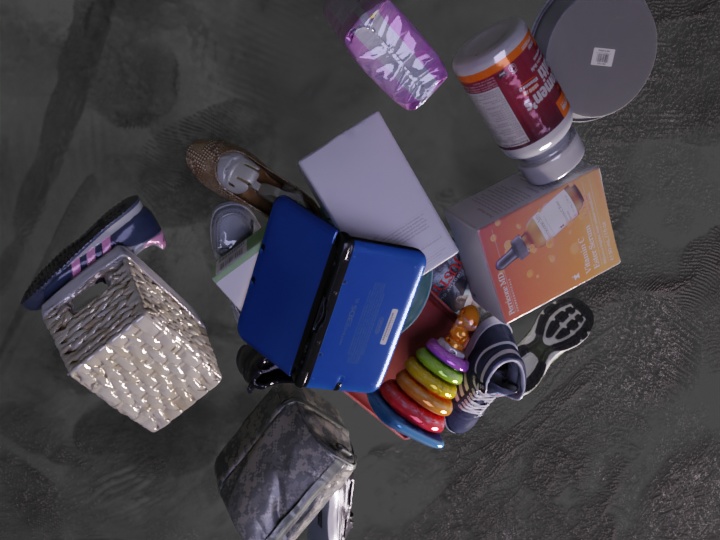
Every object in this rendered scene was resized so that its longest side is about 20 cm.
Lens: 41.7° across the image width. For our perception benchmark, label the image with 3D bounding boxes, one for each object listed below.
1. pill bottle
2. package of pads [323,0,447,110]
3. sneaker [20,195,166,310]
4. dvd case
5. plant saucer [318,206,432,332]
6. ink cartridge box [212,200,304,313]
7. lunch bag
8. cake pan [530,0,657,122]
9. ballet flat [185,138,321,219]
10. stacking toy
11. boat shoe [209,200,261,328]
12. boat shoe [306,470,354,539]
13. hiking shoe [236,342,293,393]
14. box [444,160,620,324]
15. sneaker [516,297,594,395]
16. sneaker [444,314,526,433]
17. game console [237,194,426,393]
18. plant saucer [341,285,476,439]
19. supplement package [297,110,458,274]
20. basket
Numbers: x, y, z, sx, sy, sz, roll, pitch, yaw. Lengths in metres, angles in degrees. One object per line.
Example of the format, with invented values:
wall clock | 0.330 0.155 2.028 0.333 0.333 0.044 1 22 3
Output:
pill bottle | 0.212 -0.219 1.246 0.109 0.110 0.201 -37 115 1
package of pads | 0.024 -0.272 1.117 0.075 0.201 0.121 -40 115 9
sneaker | -0.333 -0.002 1.192 0.199 0.070 0.082 -38 117 3
dvd case | 0.106 0.021 1.372 0.198 0.022 0.147 31 100 -28
plant saucer | 0.000 0.000 1.285 0.196 0.027 0.205 0 89 -2
ink cartridge box | -0.075 0.032 1.220 0.144 0.048 0.201 -35 115 10
lunch bag | -0.103 0.286 1.336 0.139 0.168 0.201 37 98 -27
cake pan | 0.322 -0.299 1.294 0.196 0.037 0.204 -7 115 -15
ballet flat | -0.128 -0.109 1.205 0.198 0.065 0.072 28 78 -23
stacking toy | 0.108 0.136 1.327 0.109 0.116 0.202 28 98 -31
boat shoe | -0.151 0.007 1.257 0.073 0.065 0.206 -13 116 -12
boat shoe | -0.039 0.381 1.459 0.065 0.070 0.204 -16 121 -31
hiking shoe | -0.072 0.114 1.309 0.197 0.101 0.077 -27 119 -5
box | 0.241 -0.048 1.324 0.198 0.106 0.154 -27 115 -11
sneaker | 0.275 0.118 1.452 0.199 0.089 0.077 -39 80 -17
sneaker | 0.174 0.175 1.349 0.069 0.109 0.203 9 119 -18
game console | -0.038 0.031 1.159 0.168 0.119 0.203 8 115 -26
plant saucer | 0.075 0.131 1.384 0.200 0.037 0.199 -42 121 12
supplement package | 0.018 -0.081 1.208 0.120 0.120 0.202 -31 96 -2
basket | -0.279 0.092 1.186 0.135 0.124 0.200 -37 141 1
